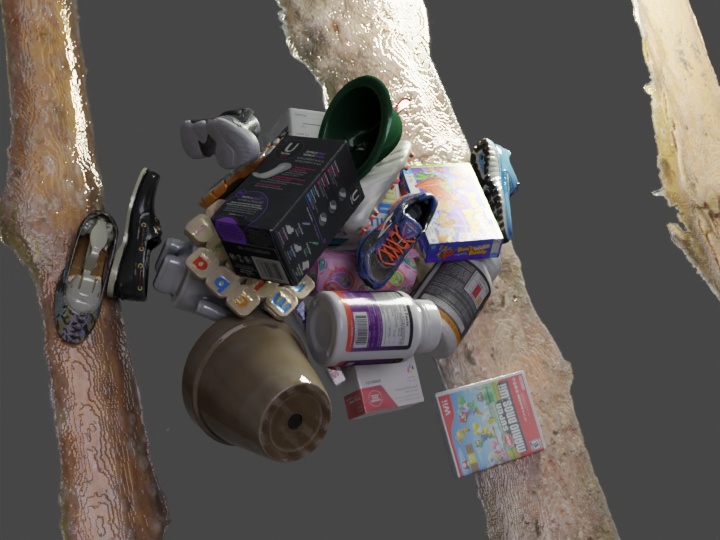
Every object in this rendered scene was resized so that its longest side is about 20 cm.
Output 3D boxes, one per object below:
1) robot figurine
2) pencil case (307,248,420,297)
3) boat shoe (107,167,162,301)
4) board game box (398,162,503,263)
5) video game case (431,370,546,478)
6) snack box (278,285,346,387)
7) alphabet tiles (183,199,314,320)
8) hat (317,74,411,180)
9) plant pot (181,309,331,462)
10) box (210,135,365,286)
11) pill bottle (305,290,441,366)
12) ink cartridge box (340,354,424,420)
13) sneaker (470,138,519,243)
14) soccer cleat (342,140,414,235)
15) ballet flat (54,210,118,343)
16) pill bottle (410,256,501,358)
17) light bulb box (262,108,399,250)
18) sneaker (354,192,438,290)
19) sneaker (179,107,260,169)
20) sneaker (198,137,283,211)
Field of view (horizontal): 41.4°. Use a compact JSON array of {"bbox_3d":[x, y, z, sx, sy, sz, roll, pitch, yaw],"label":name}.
[{"bbox_3d":[-0.212,0.018,1.446,0.197,0.114,0.172,19,37,-20],"label":"robot figurine"},{"bbox_3d":[0.000,0.000,1.578,0.196,0.087,0.089,-1,73,-25],"label":"pencil case"},{"bbox_3d":[-0.326,-0.053,1.428,0.062,0.074,0.206,10,74,-4],"label":"boat shoe"},{"bbox_3d":[0.153,-0.103,1.652,0.131,0.045,0.202,-4,46,-13],"label":"board game box"},{"bbox_3d":[0.224,0.263,1.650,0.196,0.017,0.146,-10,78,-30],"label":"video game case"},{"bbox_3d":[-0.085,0.091,1.512,0.024,0.072,0.203,-28,88,-12],"label":"snack box"},{"bbox_3d":[-0.163,-0.018,1.415,0.199,0.015,0.196,42,43,2],"label":"alphabet tiles"},{"bbox_3d":[0.047,-0.204,1.509,0.174,0.164,0.204,19,86,-42],"label":"hat"},{"bbox_3d":[-0.131,0.178,1.352,0.197,0.173,0.205,-12,113,-31],"label":"plant pot"},{"bbox_3d":[-0.100,-0.090,1.366,0.201,0.120,0.107,-53,138,-33],"label":"box"},{"bbox_3d":[0.024,0.088,1.467,0.196,0.111,0.114,1,72,-32],"label":"pill bottle"},{"bbox_3d":[0.020,0.130,1.558,0.114,0.067,0.204,-7,76,-29],"label":"ink cartridge box"},{"bbox_3d":[0.267,-0.148,1.779,0.088,0.078,0.205,6,70,-29],"label":"sneaker"},{"bbox_3d":[0.018,-0.145,1.507,0.077,0.069,0.202,36,61,-5],"label":"soccer cleat"},{"bbox_3d":[-0.396,0.002,1.381,0.071,0.072,0.205,17,66,-21],"label":"ballet flat"},{"bbox_3d":[0.157,0.042,1.632,0.116,0.116,0.201,43,59,-8],"label":"pill bottle"},{"bbox_3d":[-0.047,-0.142,1.581,0.194,0.124,0.205,2,73,-28],"label":"light bulb box"},{"bbox_3d":[0.057,-0.056,1.491,0.075,0.078,0.202,39,60,-14],"label":"sneaker"},{"bbox_3d":[-0.193,-0.214,1.496,0.113,0.198,0.077,-24,115,-35],"label":"sneaker"},{"bbox_3d":[-0.162,-0.138,1.500,0.078,0.198,0.079,52,25,-13],"label":"sneaker"}]
